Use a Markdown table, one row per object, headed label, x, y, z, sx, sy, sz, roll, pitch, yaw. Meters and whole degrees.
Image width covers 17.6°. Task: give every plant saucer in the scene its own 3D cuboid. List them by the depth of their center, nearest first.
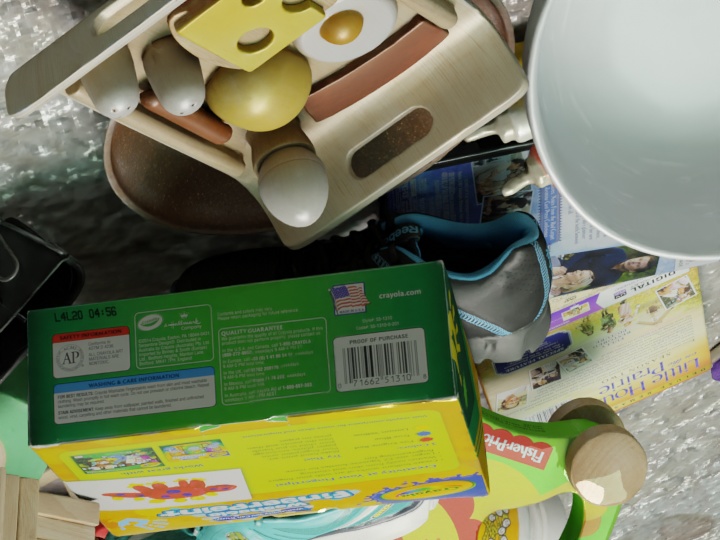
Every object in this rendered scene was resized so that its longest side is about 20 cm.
| label | x | y | z | sx | sy | sz | roll | pitch | yaw |
| --- | --- | --- | --- | --- | --- | --- | --- | --- | --- |
| plant saucer | -0.027 | -0.088 | 1.078 | 0.200 | 0.037 | 0.201 | -17 | 151 | -10 |

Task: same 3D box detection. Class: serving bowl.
| label | x | y | z | sx | sy | sz | roll | pitch | yaw |
| --- | --- | --- | --- | --- | --- | --- | --- | --- | --- |
| serving bowl | 0.166 | -0.108 | 1.094 | 0.199 | 0.066 | 0.201 | -5 | 115 | -11 |

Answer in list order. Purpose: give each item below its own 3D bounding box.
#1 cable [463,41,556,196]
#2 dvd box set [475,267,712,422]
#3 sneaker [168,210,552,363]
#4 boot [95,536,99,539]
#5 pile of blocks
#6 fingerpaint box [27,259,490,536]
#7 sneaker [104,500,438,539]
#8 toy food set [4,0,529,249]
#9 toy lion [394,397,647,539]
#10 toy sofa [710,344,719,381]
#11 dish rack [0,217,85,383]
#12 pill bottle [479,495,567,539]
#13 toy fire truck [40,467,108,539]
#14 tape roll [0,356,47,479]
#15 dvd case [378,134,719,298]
| label | x | y | z | sx | sy | sz | roll | pitch | yaw |
| --- | --- | --- | --- | --- | --- | --- | --- | --- | --- |
| cable | 0.148 | -0.097 | 1.145 | 0.200 | 0.050 | 0.097 | -22 | 112 | 11 |
| dvd box set | 0.137 | 0.035 | 1.403 | 0.146 | 0.029 | 0.200 | -23 | 151 | 1 |
| sneaker | 0.000 | 0.000 | 1.195 | 0.199 | 0.073 | 0.082 | -3 | 140 | -3 |
| boot | -0.214 | 0.220 | 1.255 | 0.144 | 0.071 | 0.201 | -41 | -175 | 16 |
| pile of blocks | -0.188 | 0.124 | 1.064 | 0.082 | 0.062 | 0.200 | -4 | 163 | 15 |
| fingerpaint box | -0.045 | 0.065 | 1.131 | 0.199 | 0.074 | 0.167 | -7 | 158 | 7 |
| sneaker | -0.056 | 0.123 | 1.259 | 0.200 | 0.078 | 0.080 | -22 | 156 | 15 |
| toy food set | -0.035 | -0.078 | 0.991 | 0.143 | 0.061 | 0.200 | -34 | 150 | 21 |
| toy lion | 0.042 | 0.148 | 1.344 | 0.199 | 0.069 | 0.192 | 18 | 103 | -15 |
| toy sofa | 0.317 | 0.041 | 1.483 | 0.097 | 0.083 | 0.200 | -2 | 146 | -33 |
| dish rack | -0.232 | 0.010 | 1.042 | 0.153 | 0.055 | 0.200 | -49 | 147 | 1 |
| pill bottle | 0.036 | 0.164 | 1.469 | 0.200 | 0.113 | 0.113 | 10 | 138 | -43 |
| toy fire truck | -0.150 | 0.122 | 1.338 | 0.200 | 0.049 | 0.141 | -35 | 149 | 24 |
| tape roll | -0.264 | 0.096 | 1.219 | 0.200 | 0.048 | 0.201 | -17 | 151 | -10 |
| dvd case | 0.109 | -0.034 | 1.247 | 0.199 | 0.018 | 0.143 | -12 | 143 | -5 |
